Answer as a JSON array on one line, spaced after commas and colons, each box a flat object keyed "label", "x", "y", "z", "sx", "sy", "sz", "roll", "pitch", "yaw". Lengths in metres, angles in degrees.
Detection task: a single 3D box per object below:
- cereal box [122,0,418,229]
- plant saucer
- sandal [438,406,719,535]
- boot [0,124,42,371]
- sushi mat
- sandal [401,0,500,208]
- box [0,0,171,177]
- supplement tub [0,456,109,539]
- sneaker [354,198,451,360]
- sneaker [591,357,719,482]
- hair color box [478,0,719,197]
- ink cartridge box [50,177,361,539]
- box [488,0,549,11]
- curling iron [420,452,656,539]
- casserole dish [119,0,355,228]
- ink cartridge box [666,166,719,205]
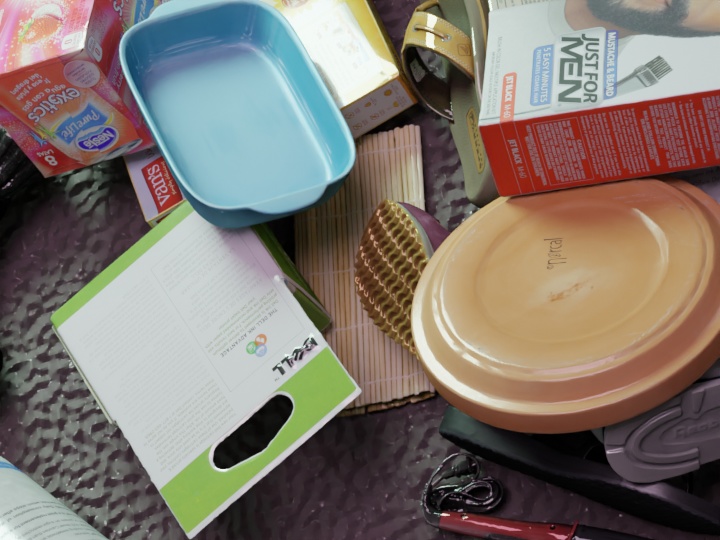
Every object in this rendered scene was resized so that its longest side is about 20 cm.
[{"label": "cereal box", "x": -0.073, "y": -0.121, "z": 1.692, "sx": 0.199, "sy": 0.040, "sz": 0.144, "roll": -29, "pitch": 50, "yaw": 8}, {"label": "plant saucer", "x": 0.124, "y": 0.009, "z": 1.437, "sx": 0.199, "sy": 0.032, "sz": 0.201, "roll": -12, "pitch": 41, "yaw": 11}, {"label": "sandal", "x": 0.137, "y": 0.108, "z": 1.473, "sx": 0.199, "sy": 0.075, "sz": 0.048, "roll": 19, "pitch": 80, "yaw": 30}, {"label": "boot", "x": -0.265, "y": -0.023, "z": 1.707, "sx": 0.158, "sy": 0.079, "sz": 0.211, "roll": -40, "pitch": 56, "yaw": 0}, {"label": "sushi mat", "x": 0.000, "y": 0.000, "z": 1.624, "sx": 0.095, "sy": 0.012, "sz": 0.201, "roll": -11, "pitch": 61, "yaw": 16}, {"label": "sandal", "x": 0.056, "y": -0.131, "z": 1.622, "sx": 0.054, "sy": 0.080, "sz": 0.201, "roll": -4, "pitch": 63, "yaw": -15}, {"label": "box", "x": -0.187, "y": -0.176, "z": 1.704, "sx": 0.094, "sy": 0.103, "sz": 0.201, "roll": -14, "pitch": 46, "yaw": 23}, {"label": "supplement tub", "x": -0.203, "y": 0.211, "z": 1.532, "sx": 0.199, "sy": 0.132, "sz": 0.132, "roll": 32, "pitch": 80, "yaw": 33}, {"label": "sneaker", "x": 0.070, "y": 0.026, "z": 1.549, "sx": 0.200, "sy": 0.090, "sz": 0.075, "roll": 52, "pitch": 123, "yaw": 46}, {"label": "sneaker", "x": 0.221, "y": 0.060, "z": 1.438, "sx": 0.198, "sy": 0.077, "sz": 0.081, "roll": -7, "pitch": 32, "yaw": -15}, {"label": "hair color box", "x": 0.175, "y": -0.115, "z": 1.478, "sx": 0.198, "sy": 0.064, "sz": 0.111, "roll": -7, "pitch": 42, "yaw": 14}, {"label": "ink cartridge box", "x": -0.087, "y": 0.065, "z": 1.582, "sx": 0.148, "sy": 0.076, "sz": 0.200, "roll": -40, "pitch": 56, "yaw": 5}, {"label": "box", "x": 0.186, "y": -0.180, "z": 1.596, "sx": 0.199, "sy": 0.078, "sz": 0.096, "roll": -15, "pitch": 59, "yaw": 15}, {"label": "curling iron", "x": 0.124, "y": 0.152, "z": 1.486, "sx": 0.199, "sy": 0.026, "sz": 0.050, "roll": 13, "pitch": 75, "yaw": 27}, {"label": "casserole dish", "x": -0.081, "y": -0.099, "z": 1.608, "sx": 0.120, "sy": 0.039, "sz": 0.201, "roll": -16, "pitch": 54, "yaw": -18}, {"label": "ink cartridge box", "x": 0.197, "y": -0.048, "z": 1.532, "sx": 0.115, "sy": 0.067, "sz": 0.201, "roll": -15, "pitch": 60, "yaw": 15}]
